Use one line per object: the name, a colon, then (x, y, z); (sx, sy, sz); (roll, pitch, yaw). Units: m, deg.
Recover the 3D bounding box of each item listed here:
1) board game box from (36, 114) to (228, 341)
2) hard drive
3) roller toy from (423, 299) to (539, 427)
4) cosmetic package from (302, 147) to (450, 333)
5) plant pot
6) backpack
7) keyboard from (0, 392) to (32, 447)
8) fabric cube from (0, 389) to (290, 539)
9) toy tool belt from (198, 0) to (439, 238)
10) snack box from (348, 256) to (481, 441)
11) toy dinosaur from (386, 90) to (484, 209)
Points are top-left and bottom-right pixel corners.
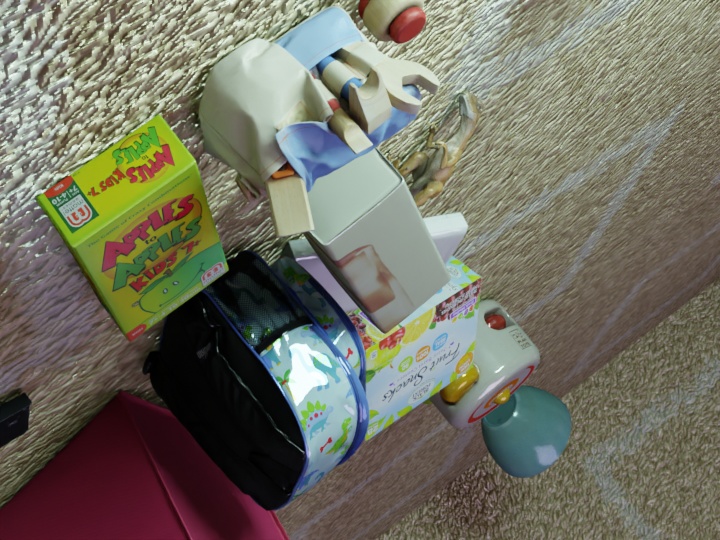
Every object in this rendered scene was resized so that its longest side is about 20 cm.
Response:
board game box: (-0.161, -0.024, 0.909); (0.101, 0.048, 0.200); (-36, 163, -12)
hard drive: (0.000, 0.000, 1.254); (0.198, 0.027, 0.132); (-11, 151, -28)
roller toy: (0.183, 0.150, 1.918); (0.182, 0.140, 0.200); (-36, 162, -14)
cosmetic package: (0.000, -0.037, 1.069); (0.087, 0.104, 0.200); (-39, 151, -4)
plant pot: (0.340, 0.329, 2.673); (0.200, 0.201, 0.135); (-43, 125, 10)
backpack: (-0.080, 0.099, 1.129); (0.146, 0.200, 0.184); (-27, 158, -35)
keyboard: (-0.357, 0.156, 0.994); (0.199, 0.021, 0.127); (-32, 167, -28)
fabric cube: (-0.210, 0.277, 1.223); (0.199, 0.197, 0.200); (-44, 142, 9)
toy tool belt: (-0.009, -0.116, 0.873); (0.199, 0.123, 0.125); (-36, 163, -15)
snack box: (0.061, 0.098, 1.573); (0.199, 0.068, 0.170); (-29, 140, -29)
toy dinosaur: (0.063, -0.085, 1.213); (0.106, 0.061, 0.201); (-22, 156, -48)
